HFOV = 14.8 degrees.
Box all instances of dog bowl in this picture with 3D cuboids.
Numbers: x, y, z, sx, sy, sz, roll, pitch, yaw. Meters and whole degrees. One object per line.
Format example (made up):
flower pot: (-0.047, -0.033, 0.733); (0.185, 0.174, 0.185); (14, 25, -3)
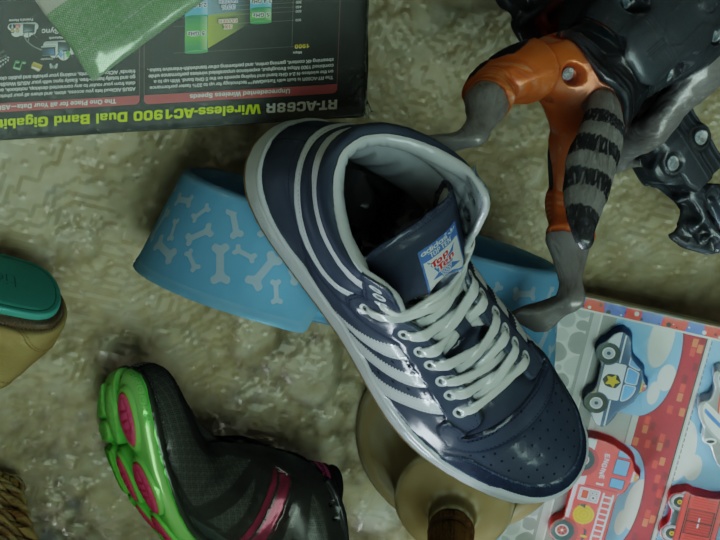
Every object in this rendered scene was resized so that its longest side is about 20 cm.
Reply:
dog bowl: (0.000, 0.000, 1.225); (0.199, 0.111, 0.050); (13, 98, -20)

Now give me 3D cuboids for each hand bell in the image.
hand bell: (0.038, 0.120, 1.229); (0.103, 0.200, 0.105); (3, 115, 6)

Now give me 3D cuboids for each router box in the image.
router box: (-0.094, -0.137, 1.152); (0.198, 0.062, 0.151); (-4, 117, -12)

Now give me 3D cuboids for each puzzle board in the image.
puzzle board: (0.112, 0.107, 1.334); (0.150, 0.017, 0.201); (12, 115, -1)

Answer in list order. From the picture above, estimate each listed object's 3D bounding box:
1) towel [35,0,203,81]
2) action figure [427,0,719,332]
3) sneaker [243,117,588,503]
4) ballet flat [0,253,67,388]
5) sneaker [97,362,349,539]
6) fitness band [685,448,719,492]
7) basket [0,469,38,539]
towel: (-0.102, -0.200, 1.078); (0.152, 0.023, 0.201); (-37, 95, -10)
action figure: (0.121, -0.065, 1.194); (0.200, 0.104, 0.194); (48, 62, -24)
sneaker: (0.036, 0.019, 1.126); (0.070, 0.108, 0.200); (-44, 103, -16)
ballet flat: (-0.225, 0.005, 1.197); (0.199, 0.069, 0.063); (22, 126, -22)
sneaker: (-0.054, 0.107, 1.296); (0.084, 0.077, 0.200); (-43, 123, -9)
fitness band: (0.225, 0.136, 1.393); (0.143, 0.037, 0.201); (-19, 121, -6)
basket: (-0.235, 0.142, 1.194); (0.143, 0.149, 0.200); (-39, 134, 11)
